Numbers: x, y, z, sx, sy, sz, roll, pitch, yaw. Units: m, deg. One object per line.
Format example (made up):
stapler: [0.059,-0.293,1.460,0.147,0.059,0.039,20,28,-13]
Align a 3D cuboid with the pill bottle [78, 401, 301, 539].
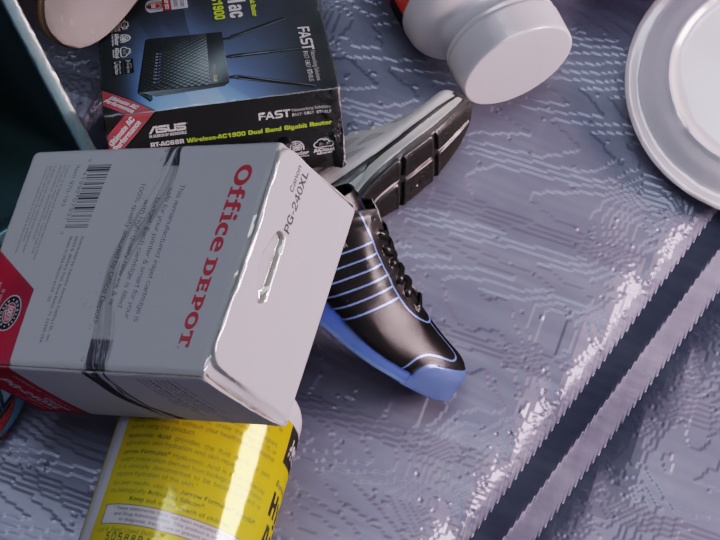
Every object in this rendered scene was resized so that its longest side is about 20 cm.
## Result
pill bottle: [-0.098,0.118,1.202,0.111,0.111,0.200,12,65,6]

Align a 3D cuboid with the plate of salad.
plate of salad: [0.281,-0.125,1.360,0.200,0.048,0.200,-2,72,5]

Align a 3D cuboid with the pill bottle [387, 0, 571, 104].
pill bottle: [0.064,-0.217,1.369,0.111,0.111,0.200,-23,65,-11]

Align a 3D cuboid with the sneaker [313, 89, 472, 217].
sneaker: [-0.028,-0.081,1.321,0.200,0.076,0.115,-38,71,-15]

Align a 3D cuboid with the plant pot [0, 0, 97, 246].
plant pot: [-0.316,-0.110,1.263,0.196,0.196,0.200,-34,29,-15]

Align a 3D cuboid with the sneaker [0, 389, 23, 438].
sneaker: [-0.233,0.031,1.254,0.079,0.096,0.200,31,67,15]

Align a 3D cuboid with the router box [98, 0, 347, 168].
router box: [-0.096,-0.136,1.312,0.150,0.062,0.200,-7,37,-5]

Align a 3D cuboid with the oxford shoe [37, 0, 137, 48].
oxford shoe: [-0.177,-0.228,1.324,0.071,0.071,0.200,-12,52,44]

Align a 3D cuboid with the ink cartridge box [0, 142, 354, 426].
ink cartridge box: [-0.118,0.008,1.152,0.200,0.083,0.145,1,64,37]

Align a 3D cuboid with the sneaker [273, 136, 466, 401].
sneaker: [0.000,0.000,1.240,0.200,0.070,0.078,38,99,-15]
